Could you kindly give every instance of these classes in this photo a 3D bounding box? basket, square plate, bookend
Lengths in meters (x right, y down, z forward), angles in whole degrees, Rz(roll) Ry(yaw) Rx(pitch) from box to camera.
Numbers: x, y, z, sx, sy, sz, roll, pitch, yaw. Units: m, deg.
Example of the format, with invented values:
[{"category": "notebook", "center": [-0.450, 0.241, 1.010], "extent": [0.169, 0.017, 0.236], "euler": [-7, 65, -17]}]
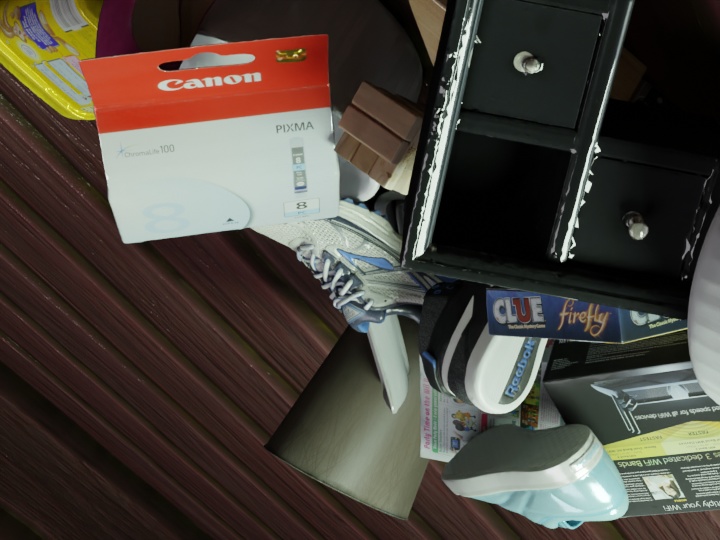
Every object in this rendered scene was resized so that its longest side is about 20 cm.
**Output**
[{"category": "basket", "center": [0.023, 0.123, 1.467], "extent": [0.180, 0.200, 0.136], "euler": [32, 175, -42]}, {"category": "square plate", "center": [0.009, 0.016, 1.296], "extent": [0.200, 0.028, 0.199], "euler": [-131, 27, -87]}, {"category": "bookend", "center": [0.138, -0.089, 0.872], "extent": [0.199, 0.092, 0.199], "euler": [11, 116, -2]}]

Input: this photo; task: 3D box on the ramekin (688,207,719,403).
[{"category": "ramekin", "center": [0.274, 0.009, 0.839], "extent": [0.098, 0.201, 0.201], "euler": [25, 161, 40]}]

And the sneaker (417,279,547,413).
[{"category": "sneaker", "center": [0.105, 0.002, 1.099], "extent": [0.073, 0.200, 0.112], "euler": [37, 168, -33]}]

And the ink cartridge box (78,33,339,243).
[{"category": "ink cartridge box", "center": [-0.095, -0.084, 0.996], "extent": [0.160, 0.047, 0.200], "euler": [-7, 159, -3]}]

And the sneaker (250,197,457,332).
[{"category": "sneaker", "center": [0.000, 0.000, 1.151], "extent": [0.199, 0.085, 0.077], "euler": [21, 167, -10]}]

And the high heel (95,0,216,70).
[{"category": "high heel", "center": [-0.112, -0.185, 0.986], "extent": [0.067, 0.200, 0.096], "euler": [27, 175, -41]}]

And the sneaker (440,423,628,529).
[{"category": "sneaker", "center": [0.134, 0.171, 1.157], "extent": [0.082, 0.074, 0.200], "euler": [55, 158, -10]}]

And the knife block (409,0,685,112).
[{"category": "knife block", "center": [0.137, -0.120, 0.949], "extent": [0.175, 0.064, 0.200], "euler": [20, 157, 29]}]

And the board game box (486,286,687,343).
[{"category": "board game box", "center": [0.205, 0.015, 1.017], "extent": [0.135, 0.200, 0.035], "euler": [-1, 97, 57]}]

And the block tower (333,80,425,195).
[{"category": "block tower", "center": [0.059, -0.080, 1.049], "extent": [0.058, 0.054, 0.200], "euler": [39, -166, 31]}]

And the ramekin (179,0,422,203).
[{"category": "ramekin", "center": [-0.050, -0.149, 1.114], "extent": [0.200, 0.098, 0.201], "euler": [28, 160, 11]}]

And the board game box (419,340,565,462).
[{"category": "board game box", "center": [0.151, 0.106, 1.230], "extent": [0.199, 0.064, 0.148], "euler": [10, 133, 13]}]

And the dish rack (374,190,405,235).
[{"category": "dish rack", "center": [0.116, -0.008, 1.218], "extent": [0.199, 0.044, 0.172], "euler": [13, 147, 18]}]

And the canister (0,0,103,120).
[{"category": "canister", "center": [-0.226, -0.202, 1.275], "extent": [0.149, 0.087, 0.200], "euler": [43, 157, -28]}]

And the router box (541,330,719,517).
[{"category": "router box", "center": [0.258, 0.108, 1.103], "extent": [0.200, 0.052, 0.157], "euler": [-10, 126, 32]}]
